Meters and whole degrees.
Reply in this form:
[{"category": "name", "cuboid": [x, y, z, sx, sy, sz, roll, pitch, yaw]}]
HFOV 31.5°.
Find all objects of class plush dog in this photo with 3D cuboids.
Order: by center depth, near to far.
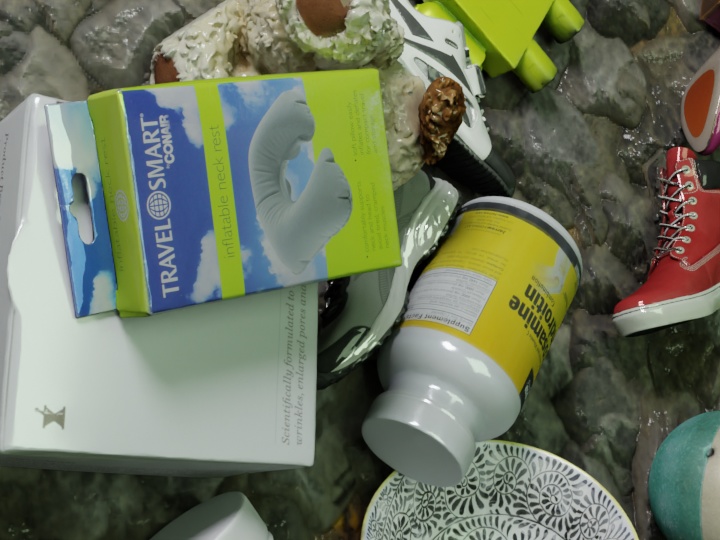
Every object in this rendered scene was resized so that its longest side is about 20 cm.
[{"category": "plush dog", "cuboid": [-0.020, -0.128, 0.885, 0.173, 0.198, 0.161, 59, 35, -16]}]

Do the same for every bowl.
[{"category": "bowl", "cuboid": [0.094, 0.226, 0.905, 0.198, 0.095, 0.202, 4, 41, -3]}]

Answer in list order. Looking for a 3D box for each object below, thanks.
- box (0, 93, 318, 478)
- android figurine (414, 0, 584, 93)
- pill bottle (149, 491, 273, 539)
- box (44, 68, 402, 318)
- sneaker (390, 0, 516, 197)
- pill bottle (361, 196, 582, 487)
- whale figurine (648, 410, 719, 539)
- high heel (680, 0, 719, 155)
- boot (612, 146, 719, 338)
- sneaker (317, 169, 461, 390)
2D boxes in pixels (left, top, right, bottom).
[{"category": "box", "cuboid": [-0.139, 0.021, 0.783, 0.198, 0.130, 0.202, 9, 76, -32]}, {"category": "android figurine", "cuboid": [0.102, -0.247, 1.055, 0.200, 0.041, 0.183, 41, 61, -21]}, {"category": "pill bottle", "cuboid": [-0.059, 0.249, 0.803, 0.113, 0.113, 0.201, -38, 102, -33]}, {"category": "box", "cuboid": [-0.071, -0.047, 0.727, 0.198, 0.047, 0.124, -11, 96, -36]}, {"category": "sneaker", "cuboid": [0.067, -0.143, 0.983, 0.200, 0.074, 0.089, 47, 73, -18]}, {"category": "pill bottle", "cuboid": [0.079, 0.052, 0.933, 0.112, 0.112, 0.201, 42, 58, -20]}, {"category": "whale figurine", "cuboid": [0.310, 0.204, 1.090, 0.200, 0.103, 0.160, 53, 53, -43]}, {"category": "high heel", "cuboid": [0.361, -0.180, 1.199, 0.095, 0.067, 0.202, 25, 64, -16]}, {"category": "boot", "cuboid": [0.269, -0.028, 1.111, 0.199, 0.072, 0.146, -20, 91, -43]}, {"category": "sneaker", "cuboid": [0.000, 0.000, 0.926, 0.079, 0.074, 0.202, 34, 58, -12]}]
